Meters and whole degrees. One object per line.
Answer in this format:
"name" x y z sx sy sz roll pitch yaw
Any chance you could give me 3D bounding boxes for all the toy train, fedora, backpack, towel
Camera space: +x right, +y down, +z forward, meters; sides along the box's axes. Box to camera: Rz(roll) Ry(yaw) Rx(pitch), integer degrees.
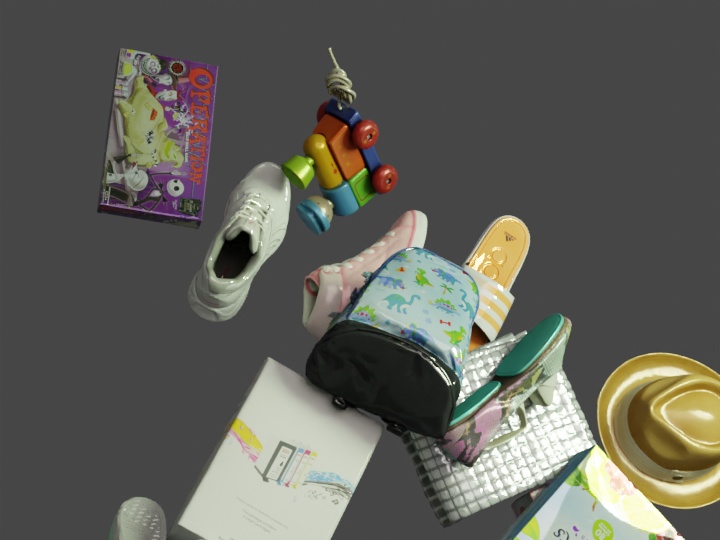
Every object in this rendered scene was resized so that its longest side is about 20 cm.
"toy train" -0.045 -0.141 1.697 0.116 0.201 0.084 -42 45 -17
"fedora" 0.374 0.175 1.740 0.198 0.082 0.203 6 67 -14
"backpack" 0.049 0.066 1.574 0.162 0.200 0.155 24 104 8
"towel" 0.144 0.172 1.672 0.198 0.086 0.167 -21 79 -21

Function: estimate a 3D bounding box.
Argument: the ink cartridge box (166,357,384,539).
"ink cartridge box" -0.092 0.225 1.550 0.144 0.147 0.201 30 63 -2

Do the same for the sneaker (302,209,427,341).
"sneaker" 0.000 0.000 1.705 0.104 0.075 0.202 29 68 -9

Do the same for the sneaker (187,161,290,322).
"sneaker" -0.122 -0.042 1.674 0.077 0.099 0.202 23 64 -6

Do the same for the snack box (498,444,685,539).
"snack box" 0.253 0.316 1.581 0.168 0.068 0.200 -42 88 -21

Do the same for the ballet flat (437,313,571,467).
"ballet flat" 0.164 0.134 1.615 0.200 0.069 0.071 -42 104 -20

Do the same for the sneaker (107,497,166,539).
"sneaker" -0.223 0.339 1.475 0.073 0.119 0.202 9 48 -14

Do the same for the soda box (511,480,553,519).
"soda box" 0.244 0.328 1.653 0.068 0.064 0.202 -20 76 -22

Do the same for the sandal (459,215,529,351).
"sandal" 0.146 0.012 1.752 0.079 0.059 0.208 29 65 -4

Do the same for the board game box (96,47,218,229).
"board game box" -0.231 -0.152 1.728 0.118 0.032 0.203 10 66 -17
